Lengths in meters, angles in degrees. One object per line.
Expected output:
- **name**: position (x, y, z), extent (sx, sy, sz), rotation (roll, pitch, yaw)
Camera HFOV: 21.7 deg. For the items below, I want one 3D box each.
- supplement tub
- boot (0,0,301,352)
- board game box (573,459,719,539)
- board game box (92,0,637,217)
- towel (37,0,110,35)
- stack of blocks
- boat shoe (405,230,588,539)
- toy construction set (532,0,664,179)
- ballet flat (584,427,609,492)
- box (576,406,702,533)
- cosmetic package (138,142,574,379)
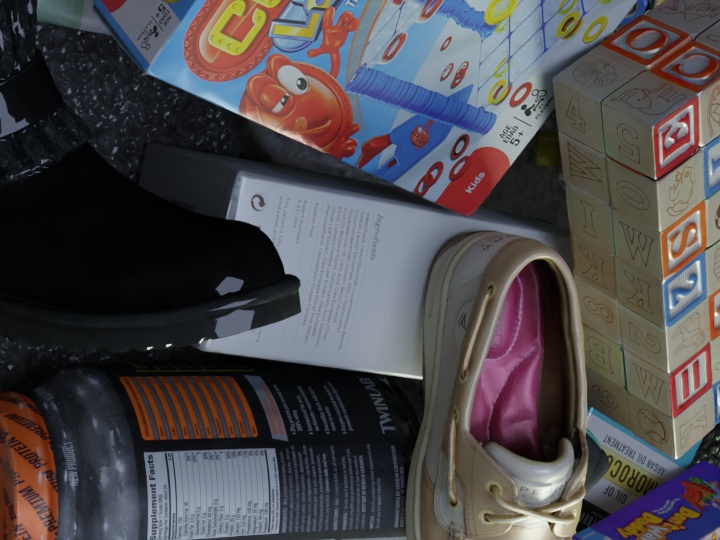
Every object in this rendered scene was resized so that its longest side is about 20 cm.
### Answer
- **supplement tub**: position (-0.078, 0.102, 0.849), extent (0.200, 0.122, 0.123), rotation (2, 99, -30)
- **boot**: position (-0.124, -0.053, 0.757), extent (0.079, 0.211, 0.158), rotation (-29, 121, -62)
- **board game box**: position (0.145, 0.215, 0.992), extent (0.134, 0.045, 0.200), rotation (-19, 125, -48)
- **board game box**: position (0.028, -0.138, 0.758), extent (0.196, 0.056, 0.200), rotation (21, 113, -44)
- **towel**: position (-0.045, -0.171, 0.836), extent (0.200, 0.023, 0.153), rotation (8, 91, -14)
- **stack of blocks**: position (0.156, -0.026, 0.858), extent (0.115, 0.059, 0.200), rotation (-36, 136, -25)
- **boat shoe**: position (0.064, 0.082, 0.818), extent (0.074, 0.069, 0.200), rotation (-3, 91, -23)
- **toy construction set**: position (0.083, -0.103, 0.929), extent (0.200, 0.092, 0.131), rotation (17, 116, -24)
- **ballet flat**: position (0.054, 0.147, 0.922), extent (0.068, 0.068, 0.200), rotation (24, 121, -20)
- **box**: position (0.125, 0.108, 1.009), extent (0.082, 0.049, 0.200), rotation (30, 84, -30)
- **cosmetic package**: position (0.000, 0.000, 0.884), extent (0.200, 0.108, 0.085), rotation (11, 94, -30)
